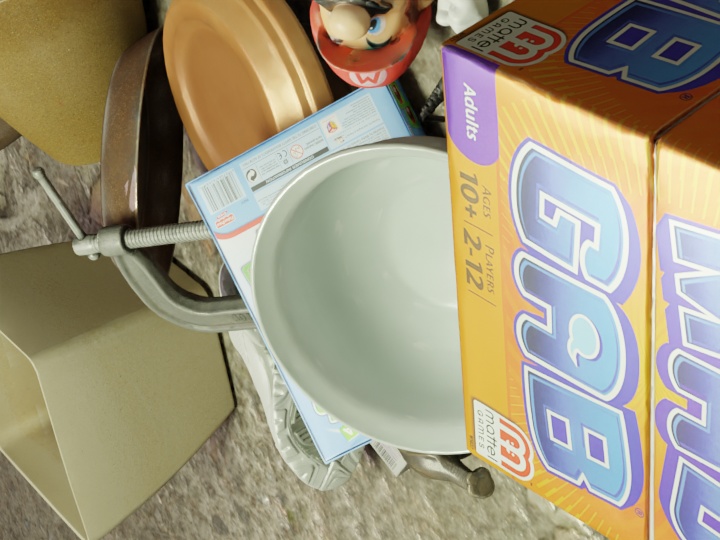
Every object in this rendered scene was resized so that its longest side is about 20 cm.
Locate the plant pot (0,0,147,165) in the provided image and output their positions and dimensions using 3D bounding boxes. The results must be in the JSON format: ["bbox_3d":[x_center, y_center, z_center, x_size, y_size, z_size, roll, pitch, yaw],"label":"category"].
[{"bbox_3d":[-0.241,-0.184,1.497,0.186,0.186,0.200,39,159,44],"label":"plant pot"}]

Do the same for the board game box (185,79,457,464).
[{"bbox_3d":[0.000,0.000,1.218,0.200,0.151,0.037,64,-162,3],"label":"board game box"}]

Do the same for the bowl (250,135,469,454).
[{"bbox_3d":[0.043,0.000,1.124,0.201,0.090,0.201,9,121,15],"label":"bowl"}]

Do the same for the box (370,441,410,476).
[{"bbox_3d":[-0.016,0.056,1.389,0.200,0.039,0.041,51,153,12],"label":"box"}]

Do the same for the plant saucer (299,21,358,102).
[{"bbox_3d":[-0.027,-0.073,1.327,0.200,0.029,0.200,46,150,37],"label":"plant saucer"}]

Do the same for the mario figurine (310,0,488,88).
[{"bbox_3d":[0.001,-0.184,1.072,0.123,0.106,0.200,38,144,40],"label":"mario figurine"}]

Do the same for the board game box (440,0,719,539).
[{"bbox_3d":[0.174,-0.011,0.742,0.200,0.200,0.200,29,139,38],"label":"board game box"}]

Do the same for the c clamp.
[{"bbox_3d":[-0.108,-0.010,1.329,0.200,0.027,0.171,-2,138,25],"label":"c clamp"}]

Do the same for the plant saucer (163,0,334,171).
[{"bbox_3d":[-0.079,-0.116,1.313,0.200,0.037,0.200,44,149,36],"label":"plant saucer"}]

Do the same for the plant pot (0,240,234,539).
[{"bbox_3d":[-0.226,0.082,1.692,0.200,0.177,0.200,35,143,48],"label":"plant pot"}]

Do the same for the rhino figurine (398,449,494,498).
[{"bbox_3d":[0.026,0.059,1.284,0.200,0.060,0.087,59,157,-16],"label":"rhino figurine"}]

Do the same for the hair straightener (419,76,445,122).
[{"bbox_3d":[0.082,-0.087,1.004,0.200,0.041,0.077,-15,99,66],"label":"hair straightener"}]

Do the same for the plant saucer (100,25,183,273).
[{"bbox_3d":[-0.163,-0.082,1.441,0.200,0.034,0.201,3,-90,-87],"label":"plant saucer"}]

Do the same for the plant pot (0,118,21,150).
[{"bbox_3d":[-0.323,-0.188,1.661,0.200,0.187,0.187,-8,107,49],"label":"plant pot"}]

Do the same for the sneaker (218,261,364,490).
[{"bbox_3d":[-0.054,0.070,1.484,0.099,0.078,0.200,-172,62,-76],"label":"sneaker"}]
